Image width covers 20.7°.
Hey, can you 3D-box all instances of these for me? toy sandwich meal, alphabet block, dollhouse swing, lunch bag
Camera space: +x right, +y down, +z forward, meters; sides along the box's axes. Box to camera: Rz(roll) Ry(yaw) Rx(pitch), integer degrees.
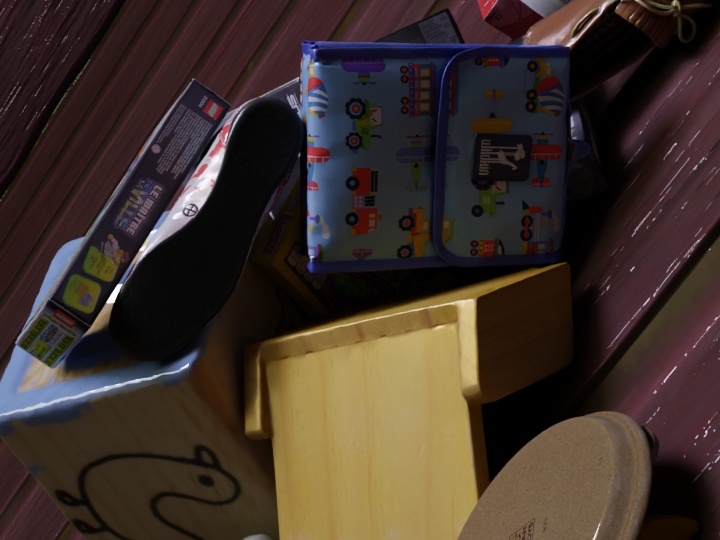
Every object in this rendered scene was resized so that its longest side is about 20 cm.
[{"bbox_3d":[0.115,0.178,1.134,0.205,0.070,0.206,-49,19,23],"label":"toy sandwich meal"},{"bbox_3d":[-0.128,0.091,1.475,0.194,0.201,0.197,-14,37,28],"label":"alphabet block"},{"bbox_3d":[0.044,0.109,1.339,0.199,0.178,0.181,-14,2,36],"label":"dollhouse swing"},{"bbox_3d":[0.059,-0.080,1.360,0.094,0.198,0.152,-123,33,-79],"label":"lunch bag"}]

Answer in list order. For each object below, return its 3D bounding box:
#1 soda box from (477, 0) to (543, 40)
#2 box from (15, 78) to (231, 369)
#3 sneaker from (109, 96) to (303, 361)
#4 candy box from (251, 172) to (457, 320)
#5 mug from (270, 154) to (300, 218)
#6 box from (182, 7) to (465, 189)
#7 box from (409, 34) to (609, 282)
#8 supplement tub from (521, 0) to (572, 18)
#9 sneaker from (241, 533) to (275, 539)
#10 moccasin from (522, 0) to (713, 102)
[{"bbox_3d":[0.176,-0.279,1.608,0.201,0.063,0.070,-54,19,21],"label":"soda box"},{"bbox_3d":[-0.167,-0.033,1.390,0.201,0.035,0.110,-60,9,-27],"label":"box"},{"bbox_3d":[-0.105,-0.027,1.373,0.203,0.067,0.108,-59,6,-2],"label":"sneaker"},{"bbox_3d":[0.000,0.000,1.480,0.026,0.200,0.103,13,69,39],"label":"candy box"},{"bbox_3d":[-0.040,0.035,1.640,0.176,0.146,0.201,-55,48,39],"label":"mug"},{"bbox_3d":[-0.031,-0.130,1.519,0.158,0.049,0.199,-20,7,43],"label":"box"},{"bbox_3d":[0.097,-0.093,1.486,0.160,0.049,0.201,-24,31,14],"label":"box"},{"bbox_3d":[0.188,-0.288,1.473,0.201,0.140,0.141,-54,20,18],"label":"supplement tub"},{"bbox_3d":[-0.038,0.268,1.358,0.080,0.070,0.202,-34,55,27],"label":"sneaker"},{"bbox_3d":[0.199,-0.185,1.384,0.200,0.074,0.078,-31,43,24],"label":"moccasin"}]
